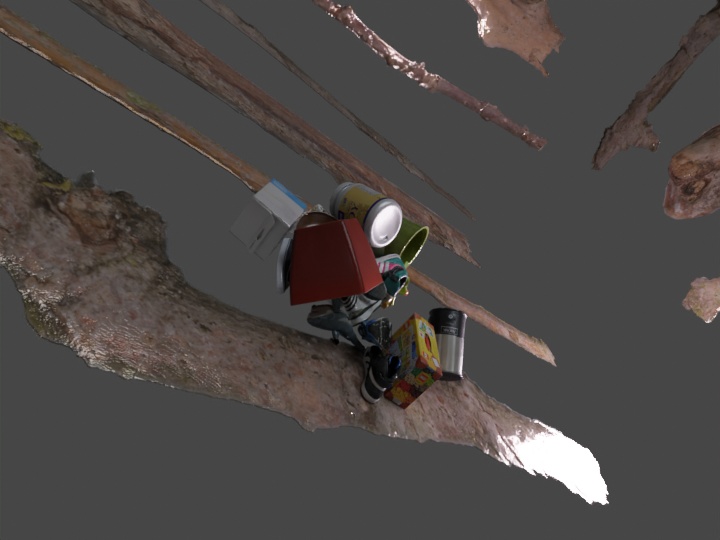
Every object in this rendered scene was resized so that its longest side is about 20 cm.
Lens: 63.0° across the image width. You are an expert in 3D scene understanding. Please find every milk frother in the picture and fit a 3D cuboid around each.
[{"bbox_3d":[0.232,0.234,1.773,0.201,0.175,0.193,58,38,-62],"label":"milk frother"}]

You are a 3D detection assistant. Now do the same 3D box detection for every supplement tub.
[{"bbox_3d":[0.013,-0.171,1.751,0.198,0.149,0.144,32,12,40],"label":"supplement tub"}]

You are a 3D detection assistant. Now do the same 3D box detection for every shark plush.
[{"bbox_3d":[-0.066,0.154,1.530,0.201,0.089,0.085,53,35,-36],"label":"shark plush"}]

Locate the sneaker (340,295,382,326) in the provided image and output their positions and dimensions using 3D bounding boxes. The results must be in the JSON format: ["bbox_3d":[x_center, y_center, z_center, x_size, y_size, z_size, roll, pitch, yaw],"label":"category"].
[{"bbox_3d":[-0.002,0.069,1.664,0.118,0.074,0.200,63,20,-7],"label":"sneaker"}]

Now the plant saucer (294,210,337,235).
[{"bbox_3d":[-0.107,-0.072,1.679,0.196,0.037,0.206,18,56,-28],"label":"plant saucer"}]

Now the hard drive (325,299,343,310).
[{"bbox_3d":[-0.122,0.014,1.661,0.199,0.027,0.133,39,25,-14],"label":"hard drive"}]

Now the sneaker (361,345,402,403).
[{"bbox_3d":[0.063,0.238,1.497,0.073,0.112,0.202,37,25,-16],"label":"sneaker"}]

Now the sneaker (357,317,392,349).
[{"bbox_3d":[0.032,0.167,1.545,0.200,0.087,0.081,56,37,-75],"label":"sneaker"}]

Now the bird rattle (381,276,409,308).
[{"bbox_3d":[0.051,0.032,1.835,0.198,0.113,0.164,37,41,-9],"label":"bird rattle"}]

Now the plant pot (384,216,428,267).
[{"bbox_3d":[0.115,-0.128,2.110,0.189,0.203,0.199,39,21,19],"label":"plant pot"}]

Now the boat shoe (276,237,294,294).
[{"bbox_3d":[-0.179,-0.012,1.520,0.066,0.073,0.202,4,35,-1],"label":"boat shoe"}]

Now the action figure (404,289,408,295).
[{"bbox_3d":[0.099,0.003,2.004,0.065,0.052,0.202,-22,70,-42],"label":"action figure"}]

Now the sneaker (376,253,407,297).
[{"bbox_3d":[0.063,0.032,1.757,0.196,0.085,0.122,-20,56,-25],"label":"sneaker"}]

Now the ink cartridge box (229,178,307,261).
[{"bbox_3d":[-0.247,-0.135,1.567,0.124,0.129,0.201,39,24,-6],"label":"ink cartridge box"}]

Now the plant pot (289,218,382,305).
[{"bbox_3d":[-0.071,-0.030,1.478,0.199,0.194,0.182,-23,102,-73],"label":"plant pot"}]

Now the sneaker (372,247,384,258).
[{"bbox_3d":[-0.022,-0.057,1.790,0.194,0.092,0.067,4,21,-8],"label":"sneaker"}]

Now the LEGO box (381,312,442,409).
[{"bbox_3d":[0.132,0.238,1.564,0.076,0.149,0.202,34,25,-20],"label":"LEGO box"}]

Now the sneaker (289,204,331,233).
[{"bbox_3d":[-0.171,-0.165,1.761,0.197,0.116,0.075,25,31,-35],"label":"sneaker"}]

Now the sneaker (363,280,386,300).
[{"bbox_3d":[0.000,0.000,1.629,0.200,0.074,0.087,46,9,1],"label":"sneaker"}]
